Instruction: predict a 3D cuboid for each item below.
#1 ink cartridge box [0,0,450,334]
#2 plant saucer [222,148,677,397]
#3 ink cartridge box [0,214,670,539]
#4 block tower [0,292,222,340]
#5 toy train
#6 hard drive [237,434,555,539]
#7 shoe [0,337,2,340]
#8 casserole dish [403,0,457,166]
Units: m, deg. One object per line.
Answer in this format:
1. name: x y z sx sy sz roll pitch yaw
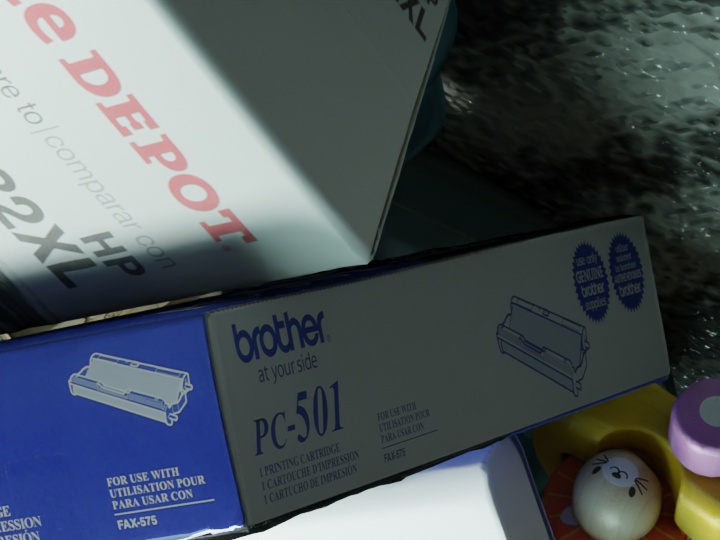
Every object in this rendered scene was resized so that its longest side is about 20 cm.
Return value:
1. ink cartridge box: -0.105 -0.058 0.546 0.199 0.084 0.145 -11 135 31
2. plant saucer: 0.000 0.000 0.798 0.199 0.027 0.200 21 162 7
3. ink cartridge box: -0.015 0.024 0.616 0.094 0.044 0.200 -11 -179 29
4. block tower: -0.066 0.022 0.782 0.058 0.054 0.200 51 172 19
5. toy train: 0.067 0.088 0.744 0.200 0.056 0.151 16 141 44
6. hard drive: -0.033 0.113 0.735 0.199 0.025 0.132 -9 113 27
7. shoe: -0.120 0.015 0.677 0.070 0.053 0.200 40 177 -22
8. casserole dish: -0.073 -0.063 0.632 0.200 0.039 0.121 29 143 -17
